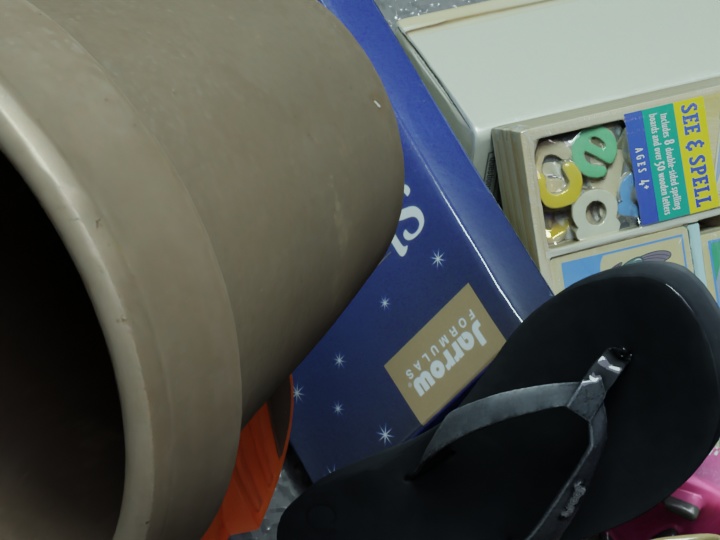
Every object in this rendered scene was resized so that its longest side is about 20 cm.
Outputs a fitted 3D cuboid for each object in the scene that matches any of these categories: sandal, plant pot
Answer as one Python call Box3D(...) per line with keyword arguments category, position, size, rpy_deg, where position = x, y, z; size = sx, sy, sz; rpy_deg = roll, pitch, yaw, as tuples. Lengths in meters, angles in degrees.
Box3D(category="sandal", position=(0.048, 0.071, 0.846), size=(0.076, 0.200, 0.043), rpy_deg=(51, 32, 1))
Box3D(category="plant pot", position=(-0.082, -0.014, 0.757), size=(0.200, 0.201, 0.174), rpy_deg=(45, 43, 13))

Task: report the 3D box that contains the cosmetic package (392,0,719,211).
Box3D(category="cosmetic package", position=(0.110, -0.058, 0.981), size=(0.199, 0.104, 0.073), rpy_deg=(-14, 48, -23))

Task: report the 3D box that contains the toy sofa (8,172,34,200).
Box3D(category="toy sofa", position=(-0.120, -0.030, 0.872), size=(0.200, 0.098, 0.083), rpy_deg=(-36, 30, -22))

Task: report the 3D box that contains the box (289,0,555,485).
Box3D(category="box", position=(0.000, 0.000, 0.915), size=(0.032, 0.121, 0.201), rpy_deg=(-8, 60, -49))

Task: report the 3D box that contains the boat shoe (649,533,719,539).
Box3D(category="boat shoe", position=(0.033, 0.114, 0.807), size=(0.199, 0.073, 0.063), rpy_deg=(4, 93, -29))

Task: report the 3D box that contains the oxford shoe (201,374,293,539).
Box3D(category="oxford shoe", position=(-0.085, 0.096, 0.810), size=(0.072, 0.072, 0.200), rpy_deg=(3, 39, 21))

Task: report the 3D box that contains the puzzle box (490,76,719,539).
Box3D(category="puzzle box", position=(0.126, 0.032, 0.921), size=(0.132, 0.025, 0.201), rpy_deg=(-14, 101, -22))

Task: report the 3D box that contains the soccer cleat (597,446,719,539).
Box3D(category="soccer cleat", position=(0.170, 0.100, 0.905), size=(0.199, 0.070, 0.087), rpy_deg=(29, 49, -13))
